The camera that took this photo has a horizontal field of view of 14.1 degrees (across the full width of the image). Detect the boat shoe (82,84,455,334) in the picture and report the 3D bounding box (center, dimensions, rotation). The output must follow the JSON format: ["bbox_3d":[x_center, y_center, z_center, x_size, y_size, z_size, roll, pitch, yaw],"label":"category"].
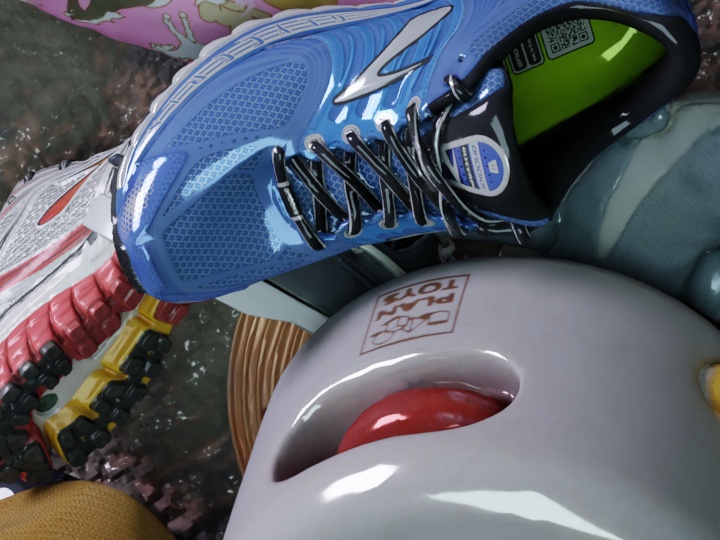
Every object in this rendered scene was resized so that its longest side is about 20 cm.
[{"bbox_3d":[0.000,0.000,1.002,0.200,0.076,0.060,27,92,-38],"label":"boat shoe"}]

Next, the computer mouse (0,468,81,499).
[{"bbox_3d":[-0.069,0.135,1.118,0.200,0.034,0.059,28,108,-2],"label":"computer mouse"}]

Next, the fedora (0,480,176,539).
[{"bbox_3d":[-0.111,0.135,1.057,0.200,0.082,0.201,12,143,10],"label":"fedora"}]

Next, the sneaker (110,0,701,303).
[{"bbox_3d":[0.015,-0.046,0.902,0.200,0.089,0.079,-28,117,-1],"label":"sneaker"}]

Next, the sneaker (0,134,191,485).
[{"bbox_3d":[-0.086,-0.022,1.046,0.200,0.082,0.078,-46,141,1],"label":"sneaker"}]

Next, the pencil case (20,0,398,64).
[{"bbox_3d":[-0.034,-0.103,0.960,0.199,0.083,0.087,18,110,-21],"label":"pencil case"}]

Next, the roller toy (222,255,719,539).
[{"bbox_3d":[0.050,0.093,0.932,0.182,0.140,0.200,22,126,-4],"label":"roller toy"}]

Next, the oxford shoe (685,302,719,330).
[{"bbox_3d":[0.173,0.042,1.041,0.200,0.071,0.071,48,146,-12],"label":"oxford shoe"}]

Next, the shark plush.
[{"bbox_3d":[0.118,-0.015,0.950,0.200,0.091,0.084,-25,77,31],"label":"shark plush"}]

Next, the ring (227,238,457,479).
[{"bbox_3d":[0.050,0.048,1.083,0.200,0.019,0.201,2,106,7],"label":"ring"}]
